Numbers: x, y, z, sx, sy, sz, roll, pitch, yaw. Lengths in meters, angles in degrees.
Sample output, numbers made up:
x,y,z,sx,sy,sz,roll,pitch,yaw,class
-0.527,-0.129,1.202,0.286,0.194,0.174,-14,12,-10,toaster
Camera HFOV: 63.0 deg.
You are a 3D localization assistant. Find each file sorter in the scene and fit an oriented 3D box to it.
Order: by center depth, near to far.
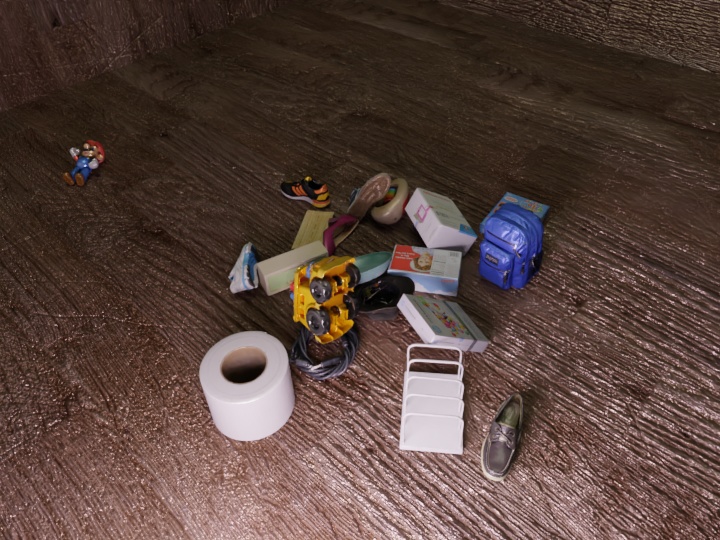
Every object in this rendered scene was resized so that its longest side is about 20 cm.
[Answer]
x,y,z,sx,sy,sz,roll,pitch,yaw,class
0.161,0.276,1.297,0.135,0.127,0.202,3,41,6,file sorter

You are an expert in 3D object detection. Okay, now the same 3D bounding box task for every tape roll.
x,y,z,sx,sy,sz,roll,pitch,yaw,class
-0.253,0.259,1.331,0.197,0.141,0.205,-2,42,2,tape roll

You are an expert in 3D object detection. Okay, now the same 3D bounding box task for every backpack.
x,y,z,sx,sy,sz,roll,pitch,yaw,class
0.410,-0.064,1.602,0.161,0.203,0.167,29,50,30,backpack

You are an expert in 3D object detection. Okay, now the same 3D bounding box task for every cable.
x,y,z,sx,sy,sz,roll,pitch,yaw,class
-0.082,0.180,1.473,0.160,0.052,0.201,13,43,20,cable

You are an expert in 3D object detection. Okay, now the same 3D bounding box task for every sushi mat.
x,y,z,sx,sy,sz,roll,pitch,yaw,class
-0.148,-0.124,1.844,0.093,0.012,0.202,7,43,8,sushi mat

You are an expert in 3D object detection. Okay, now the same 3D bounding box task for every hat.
x,y,z,sx,sy,sz,roll,pitch,yaw,class
0.054,0.086,1.548,0.195,0.083,0.202,-11,26,5,hat

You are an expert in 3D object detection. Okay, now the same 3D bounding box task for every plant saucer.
x,y,z,sx,sy,sz,roll,pitch,yaw,class
0.000,0.000,1.630,0.195,0.037,0.200,-18,14,4,plant saucer

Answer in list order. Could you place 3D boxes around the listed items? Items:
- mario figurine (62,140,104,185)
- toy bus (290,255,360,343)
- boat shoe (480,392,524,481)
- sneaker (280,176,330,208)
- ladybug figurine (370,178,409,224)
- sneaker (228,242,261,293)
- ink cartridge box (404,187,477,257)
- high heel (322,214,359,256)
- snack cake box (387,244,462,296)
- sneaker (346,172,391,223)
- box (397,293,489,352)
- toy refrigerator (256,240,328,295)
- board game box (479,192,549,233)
x,y,z,sx,sy,sz,roll,pitch,yaw,class
-1.009,-0.408,2.138,0.122,0.106,0.203,27,48,-18,mario figurine
-0.106,0.045,1.455,0.190,0.204,0.134,27,36,36,toy bus
0.304,0.347,1.253,0.072,0.066,0.202,13,45,15,boat shoe
-0.185,-0.282,1.962,0.197,0.091,0.070,22,47,25,sneaker
0.102,-0.216,1.866,0.134,0.072,0.202,-20,33,35,ladybug figurine
-0.340,-0.008,1.688,0.085,0.076,0.202,-25,30,13,sneaker
0.237,-0.145,1.750,0.142,0.085,0.202,14,34,-30,ink cartridge box
-0.060,-0.107,1.777,0.094,0.069,0.202,-3,40,9,high heel
0.181,-0.002,1.647,0.195,0.068,0.116,8,44,12,snack cake box
0.025,-0.250,1.860,0.069,0.200,0.109,33,31,-17,sneaker
0.203,0.130,1.445,0.197,0.042,0.157,11,30,-37,box
-0.187,-0.006,1.669,0.196,0.077,0.070,-22,44,-20,toy refrigerator
0.481,-0.161,1.827,0.149,0.037,0.200,24,49,27,board game box
